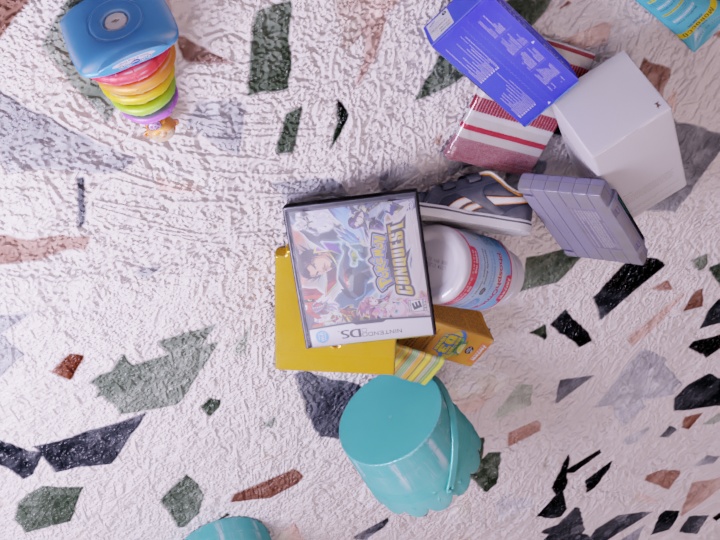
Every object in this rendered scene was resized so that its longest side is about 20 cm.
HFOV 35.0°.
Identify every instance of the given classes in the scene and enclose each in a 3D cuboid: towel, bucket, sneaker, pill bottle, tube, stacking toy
[{"bbox_3d":[0.212,-0.223,1.531,0.143,0.023,0.201,9,124,-30],"label":"towel"},{"bbox_3d":[-0.220,0.526,1.934,0.205,0.135,0.208,-14,134,-15],"label":"bucket"},{"bbox_3d":[0.021,0.117,1.683,0.198,0.018,0.086,19,146,-10],"label":"towel"},{"bbox_3d":[0.142,-0.098,1.577,0.198,0.078,0.080,7,85,-15],"label":"sneaker"},{"bbox_3d":[0.074,0.262,1.781,0.206,0.208,0.135,-31,130,4],"label":"bucket"},{"bbox_3d":[0.152,0.000,1.624,0.109,0.109,0.199,-49,151,21],"label":"pill bottle"},{"bbox_3d":[0.415,-0.350,1.499,0.199,0.051,0.077,17,133,-42],"label":"tube"},{"bbox_3d":[-0.245,-0.207,1.275,0.115,0.110,0.201,-24,148,-8],"label":"stacking toy"}]

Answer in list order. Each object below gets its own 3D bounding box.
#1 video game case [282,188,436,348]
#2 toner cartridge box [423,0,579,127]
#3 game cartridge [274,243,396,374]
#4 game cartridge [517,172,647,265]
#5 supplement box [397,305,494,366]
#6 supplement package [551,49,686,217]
[{"bbox_3d":[0.000,0.000,1.523,0.179,0.026,0.202,-6,107,9],"label":"video game case"},{"bbox_3d":[0.178,-0.269,1.427,0.095,0.043,0.199,-38,133,22],"label":"toner cartridge box"},{"bbox_3d":[-0.033,0.054,1.601,0.174,0.033,0.202,3,120,0],"label":"game cartridge"},{"bbox_3d":[0.311,-0.071,1.574,0.129,0.039,0.200,4,156,33],"label":"game cartridge"},{"bbox_3d":[0.108,0.084,1.734,0.199,0.069,0.067,16,124,-38],"label":"supplement box"},{"bbox_3d":[0.351,-0.175,1.549,0.121,0.120,0.200,-31,148,4],"label":"supplement package"}]
